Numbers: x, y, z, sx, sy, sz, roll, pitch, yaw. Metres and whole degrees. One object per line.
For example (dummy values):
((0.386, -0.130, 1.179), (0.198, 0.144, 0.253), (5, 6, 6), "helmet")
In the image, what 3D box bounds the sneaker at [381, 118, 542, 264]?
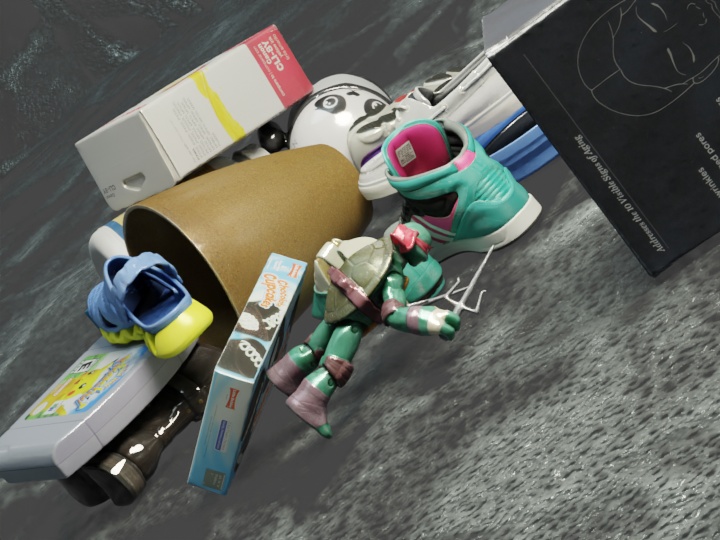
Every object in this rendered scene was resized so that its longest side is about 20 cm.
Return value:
((0.055, -0.067, 1.568), (0.084, 0.121, 0.200), (-49, 18, -29), "sneaker")

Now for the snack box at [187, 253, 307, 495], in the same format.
((-0.093, 0.083, 1.538), (0.200, 0.037, 0.117), (-69, -5, -59), "snack box")

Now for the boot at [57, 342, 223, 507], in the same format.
((-0.201, 0.136, 1.701), (0.200, 0.069, 0.174), (2, 44, 52), "boot")

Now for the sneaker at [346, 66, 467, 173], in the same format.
((0.081, -0.144, 1.817), (0.199, 0.084, 0.081), (-26, 24, -10), "sneaker")

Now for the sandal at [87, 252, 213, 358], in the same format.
((-0.201, 0.020, 1.656), (0.079, 0.087, 0.200), (-42, 20, -21), "sandal")

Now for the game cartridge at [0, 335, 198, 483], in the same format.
((-0.239, 0.114, 1.664), (0.133, 0.041, 0.200), (-7, 31, 44), "game cartridge")

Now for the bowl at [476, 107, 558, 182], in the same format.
((0.156, -0.140, 1.689), (0.200, 0.039, 0.201), (-36, 17, 12), "bowl")

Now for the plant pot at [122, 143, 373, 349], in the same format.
((-0.092, -0.032, 1.741), (0.200, 0.187, 0.186), (-36, 13, -26), "plant pot")

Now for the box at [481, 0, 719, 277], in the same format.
((0.218, -0.140, 1.256), (0.196, 0.200, 0.124), (-35, 15, 12), "box")

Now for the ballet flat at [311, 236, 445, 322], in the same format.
((0.000, 0.000, 1.603), (0.067, 0.070, 0.200), (-48, 17, -24), "ballet flat")

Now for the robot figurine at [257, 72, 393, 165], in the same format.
((-0.015, -0.141, 1.912), (0.150, 0.125, 0.200), (-39, 13, 7), "robot figurine")

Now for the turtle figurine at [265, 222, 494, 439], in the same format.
((0.013, 0.032, 1.448), (0.200, 0.101, 0.150), (-48, 8, 3), "turtle figurine")

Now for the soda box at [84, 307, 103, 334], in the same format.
((-0.218, 0.025, 2.040), (0.200, 0.064, 0.068), (-23, 23, 48), "soda box")

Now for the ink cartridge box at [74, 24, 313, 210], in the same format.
((-0.169, -0.155, 1.866), (0.200, 0.084, 0.145), (-38, 12, -36), "ink cartridge box")

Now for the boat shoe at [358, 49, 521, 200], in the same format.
((0.069, -0.140, 1.687), (0.200, 0.069, 0.072), (-33, 17, 23), "boat shoe")

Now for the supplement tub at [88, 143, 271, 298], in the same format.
((-0.160, -0.026, 1.876), (0.200, 0.145, 0.145), (-34, 14, -17), "supplement tub")
